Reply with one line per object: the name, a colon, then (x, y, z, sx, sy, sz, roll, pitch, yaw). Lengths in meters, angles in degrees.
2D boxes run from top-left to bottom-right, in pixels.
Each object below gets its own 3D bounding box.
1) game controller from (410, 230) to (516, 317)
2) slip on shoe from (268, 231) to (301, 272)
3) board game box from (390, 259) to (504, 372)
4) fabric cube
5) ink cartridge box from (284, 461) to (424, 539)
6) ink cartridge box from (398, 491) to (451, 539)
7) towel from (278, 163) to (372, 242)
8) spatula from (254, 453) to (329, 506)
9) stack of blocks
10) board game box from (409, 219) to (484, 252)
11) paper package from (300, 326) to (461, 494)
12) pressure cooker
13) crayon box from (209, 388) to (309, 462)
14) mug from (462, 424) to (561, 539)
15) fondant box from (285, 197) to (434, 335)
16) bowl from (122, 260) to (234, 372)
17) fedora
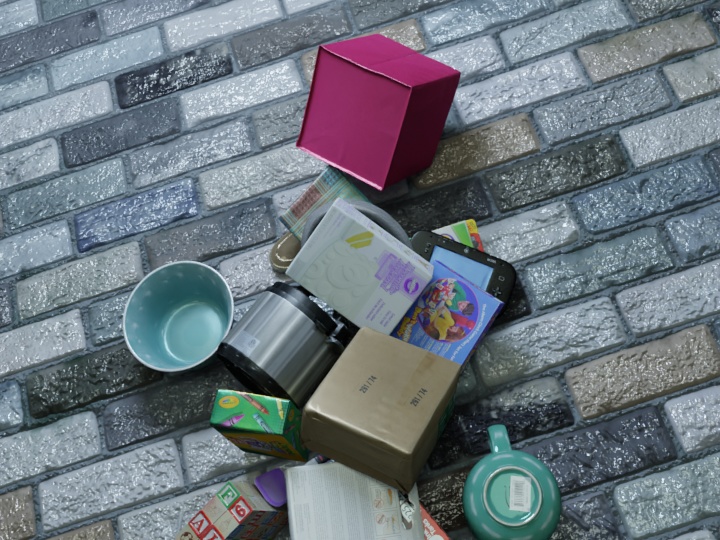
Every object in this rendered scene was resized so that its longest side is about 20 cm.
game controller: (0.169, 0.006, 1.463, 0.198, 0.042, 0.105, 22, 91, 2)
slip on shoe: (-0.082, -0.066, 1.549, 0.198, 0.061, 0.076, -25, 65, -3)
board game box: (0.131, 0.104, 1.411, 0.134, 0.045, 0.201, 34, 97, 17)
fabric cube: (0.031, -0.289, 1.512, 0.199, 0.198, 0.199, 30, 32, 20)
ink cartridge box: (-0.009, 0.373, 1.276, 0.198, 0.050, 0.163, -3, 67, -11)
ink cartridge box: (0.022, 0.414, 1.314, 0.175, 0.084, 0.200, -40, 67, -9)
towel: (-0.030, -0.072, 1.509, 0.200, 0.022, 0.147, 46, 77, -12)
spatula: (-0.084, 0.316, 1.350, 0.199, 0.021, 0.057, -24, 70, -41)
stack of blocks: (-0.186, 0.389, 1.288, 0.115, 0.200, 0.059, -46, 68, -2)
board game box: (0.123, -0.019, 1.499, 0.198, 0.030, 0.096, -18, 90, -2)
paper package: (0.036, 0.211, 1.302, 0.189, 0.104, 0.200, 21, 45, 18)
pressure cooker: (-0.118, 0.117, 1.406, 0.176, 0.179, 0.200, 40, 73, -3)
crayon box: (-0.152, 0.251, 1.346, 0.117, 0.200, 0.059, 7, 67, 12)
mug: (0.222, 0.344, 1.297, 0.152, 0.115, 0.185, -40, 67, -9)
fondant box: (0.000, 0.000, 1.374, 0.199, 0.058, 0.145, 35, 108, -5)
bowl: (-0.306, 0.095, 1.489, 0.198, 0.105, 0.203, -3, 67, 8)
fedora: (-0.004, -0.036, 1.442, 0.199, 0.090, 0.178, 27, 108, 0)
